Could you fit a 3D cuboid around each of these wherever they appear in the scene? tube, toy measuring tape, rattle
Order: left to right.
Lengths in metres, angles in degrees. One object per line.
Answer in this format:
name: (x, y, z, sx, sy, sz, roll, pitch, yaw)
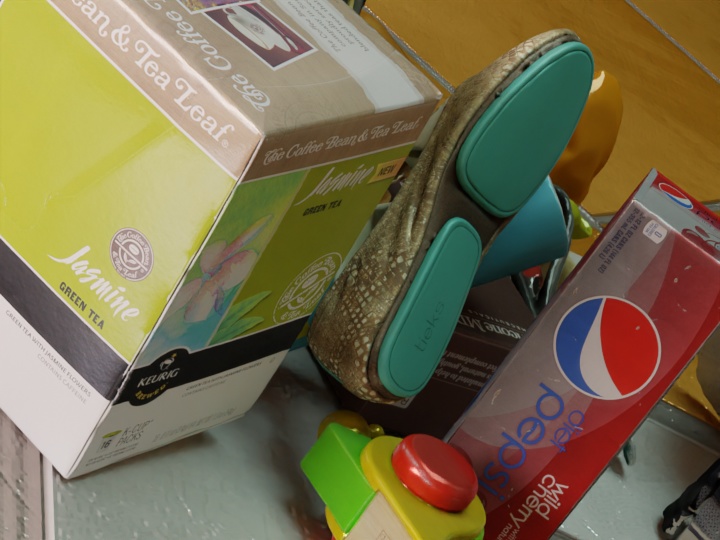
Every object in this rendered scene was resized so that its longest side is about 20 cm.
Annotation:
tube: (0.000, 0.000, 1.321, 0.200, 0.050, 0.077, -19, 36, -8)
toy measuring tape: (0.039, 0.134, 1.204, 0.074, 0.074, 0.200, 13, 31, -44)
rattle: (0.136, 0.001, 1.525, 0.130, 0.143, 0.200, 43, 13, -22)

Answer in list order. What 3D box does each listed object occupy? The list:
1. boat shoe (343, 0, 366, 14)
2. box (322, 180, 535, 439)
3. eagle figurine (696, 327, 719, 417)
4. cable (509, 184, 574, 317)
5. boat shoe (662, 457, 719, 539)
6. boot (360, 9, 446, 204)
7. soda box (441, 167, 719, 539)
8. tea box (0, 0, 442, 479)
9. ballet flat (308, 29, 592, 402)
boat shoe: (-0.030, -0.058, 1.302, 0.061, 0.072, 0.201, 5, 61, -4)
box: (0.015, 0.002, 1.429, 0.100, 0.075, 0.200, 18, 30, -37)
eagle figurine: (0.266, 0.073, 1.541, 0.152, 0.151, 0.200, 34, 24, 5)
cable: (0.091, 0.028, 1.465, 0.050, 0.097, 0.200, 67, -1, -54)
boat shoe: (0.259, 0.162, 1.431, 0.200, 0.093, 0.075, 39, 22, 9)
boot: (-0.058, -0.073, 1.375, 0.201, 0.071, 0.144, -31, 64, -25)
soda box: (0.102, 0.053, 1.278, 0.070, 0.200, 0.063, 37, 22, 2)
tea box: (-0.109, -0.057, 1.183, 0.200, 0.197, 0.134, 45, 33, 20)
ballet flat: (0.035, -0.033, 1.266, 0.065, 0.200, 0.071, 17, -23, 40)
